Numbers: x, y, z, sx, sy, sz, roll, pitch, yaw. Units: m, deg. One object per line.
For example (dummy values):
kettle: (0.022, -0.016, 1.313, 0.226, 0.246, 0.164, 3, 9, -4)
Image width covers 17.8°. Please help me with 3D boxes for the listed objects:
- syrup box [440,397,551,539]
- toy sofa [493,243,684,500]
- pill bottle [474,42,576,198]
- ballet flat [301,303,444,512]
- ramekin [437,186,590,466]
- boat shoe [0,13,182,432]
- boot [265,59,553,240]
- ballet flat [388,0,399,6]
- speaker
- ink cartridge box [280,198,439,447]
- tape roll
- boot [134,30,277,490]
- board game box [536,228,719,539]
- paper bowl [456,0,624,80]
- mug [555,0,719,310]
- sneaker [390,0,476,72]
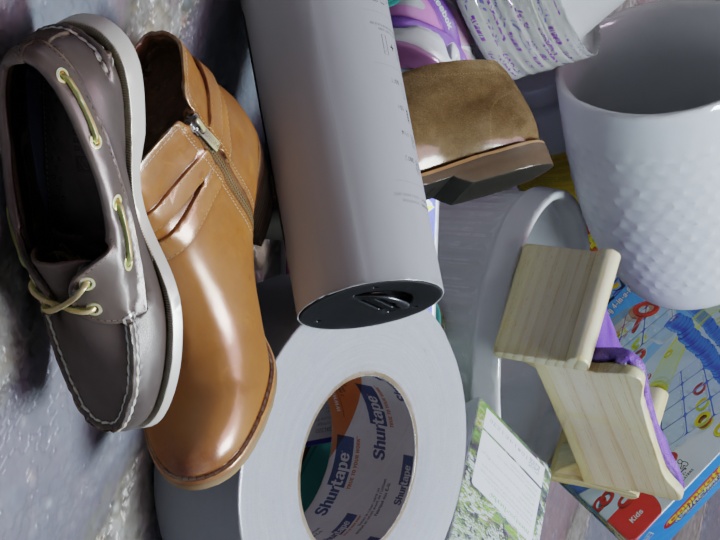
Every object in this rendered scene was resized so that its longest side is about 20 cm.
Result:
syrup box: (0.052, 0.181, 1.401, 0.079, 0.081, 0.200, 46, 37, -24)
toy sofa: (0.160, 0.069, 1.495, 0.200, 0.097, 0.083, 62, 41, -55)
pill bottle: (0.142, -0.119, 1.651, 0.200, 0.112, 0.112, 51, 50, -62)
ballet flat: (-0.004, 0.103, 1.434, 0.071, 0.069, 0.200, 96, 16, -62)
ramekin: (0.077, 0.039, 1.550, 0.200, 0.105, 0.201, 8, 90, -68)
boat shoe: (-0.129, -0.014, 1.059, 0.059, 0.072, 0.201, -33, 124, -55)
boot: (0.008, -0.068, 1.314, 0.074, 0.200, 0.076, -35, -108, 65)
ballet flat: (-0.009, -0.245, 1.311, 0.074, 0.074, 0.200, -58, 150, -47)
speaker: (-0.011, -0.072, 1.226, 0.081, 0.081, 0.201, 33, 44, -67)
ink cartridge box: (0.000, 0.000, 1.373, 0.094, 0.037, 0.201, -8, 106, -31)
tape roll: (-0.025, 0.104, 1.291, 0.200, 0.066, 0.201, -11, 104, -50)
boot: (-0.094, -0.005, 1.144, 0.155, 0.073, 0.201, 62, 27, -61)
board game box: (0.198, 0.068, 1.640, 0.200, 0.196, 0.056, -46, 152, -3)
paper bowl: (0.112, -0.229, 1.465, 0.201, 0.104, 0.201, -15, 90, -75)
mug: (0.218, -0.084, 1.557, 0.200, 0.147, 0.176, -72, 155, -51)
sneaker: (0.050, -0.129, 1.473, 0.200, 0.080, 0.089, 56, 35, -60)
